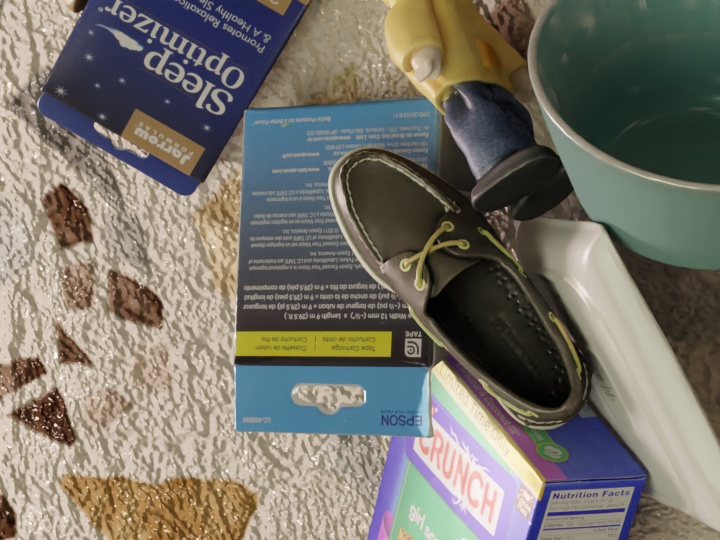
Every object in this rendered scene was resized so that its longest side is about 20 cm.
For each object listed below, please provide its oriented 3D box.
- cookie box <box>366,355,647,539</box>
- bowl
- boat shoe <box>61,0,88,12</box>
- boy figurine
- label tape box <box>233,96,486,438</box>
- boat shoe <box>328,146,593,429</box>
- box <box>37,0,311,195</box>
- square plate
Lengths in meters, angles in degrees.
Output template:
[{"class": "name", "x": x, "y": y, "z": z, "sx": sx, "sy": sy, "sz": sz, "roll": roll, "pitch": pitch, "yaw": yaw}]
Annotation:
[{"class": "cookie box", "x": 0.080, "y": 0.159, "z": 1.668, "sx": 0.171, "sy": 0.075, "sz": 0.200, "roll": 51, "pitch": 135, "yaw": 49}, {"class": "bowl", "x": 0.189, "y": -0.076, "z": 1.494, "sx": 0.201, "sy": 0.201, "sz": 0.105, "roll": 23, "pitch": 139, "yaw": 22}, {"class": "boat shoe", "x": -0.156, "y": -0.249, "z": 1.692, "sx": 0.065, "sy": 0.071, "sz": 0.200, "roll": 41, "pitch": 127, "yaw": 10}, {"class": "boy figurine", "x": 0.063, "y": -0.123, "z": 1.588, "sx": 0.064, "sy": 0.124, "sz": 0.200, "roll": -37, "pitch": 60, "yaw": 28}, {"class": "label tape box", "x": 0.000, "y": 0.000, "z": 1.657, "sx": 0.143, "sy": 0.066, "sz": 0.200, "roll": -1, "pitch": 86, "yaw": 33}, {"class": "boat shoe", "x": 0.058, "y": 0.005, "z": 1.563, "sx": 0.072, "sy": 0.061, "sz": 0.201, "roll": -42, "pitch": 86, "yaw": -2}, {"class": "box", "x": -0.119, "y": -0.137, "z": 1.719, "sx": 0.121, "sy": 0.032, "sz": 0.200, "roll": 30, "pitch": 126, "yaw": -4}, {"class": "square plate", "x": 0.151, "y": 0.062, "z": 1.573, "sx": 0.028, "sy": 0.200, "sz": 0.198, "roll": -30, "pitch": 97, "yaw": -7}]
